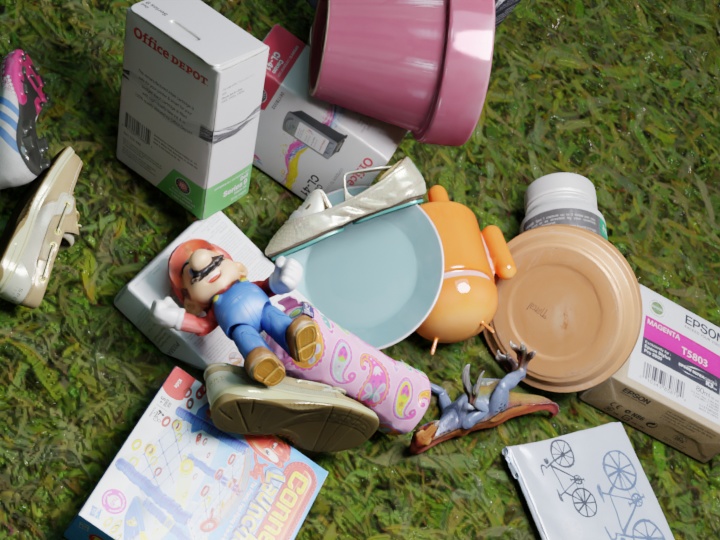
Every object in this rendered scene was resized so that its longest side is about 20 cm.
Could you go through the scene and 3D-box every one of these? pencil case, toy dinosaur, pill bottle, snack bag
[{"bbox_3d":[-0.015,0.104,1.433,0.199,0.087,0.088,34,47,-31],"label":"pencil case"},{"bbox_3d":[0.135,0.163,1.524,0.200,0.105,0.182,44,67,-12],"label":"toy dinosaur"},{"bbox_3d":[0.260,-0.016,1.689,0.112,0.113,0.202,15,55,-22],"label":"pill bottle"},{"bbox_3d":[0.274,0.281,1.569,0.198,0.021,0.190,-6,64,-34],"label":"snack bag"}]

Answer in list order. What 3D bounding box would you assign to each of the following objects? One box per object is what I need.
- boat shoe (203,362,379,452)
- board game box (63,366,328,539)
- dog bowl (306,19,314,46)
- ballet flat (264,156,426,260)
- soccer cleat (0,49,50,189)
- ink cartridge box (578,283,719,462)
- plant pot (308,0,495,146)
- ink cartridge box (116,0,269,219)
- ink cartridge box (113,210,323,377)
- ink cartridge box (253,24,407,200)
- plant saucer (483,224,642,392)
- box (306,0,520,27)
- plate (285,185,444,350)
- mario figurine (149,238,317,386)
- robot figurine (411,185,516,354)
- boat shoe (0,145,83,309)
[{"bbox_3d":[-0.069,0.137,1.367,0.199,0.073,0.063,11,39,-32],"label":"boat shoe"},{"bbox_3d":[-0.159,0.231,1.323,0.195,0.056,0.201,35,49,-6],"label":"board game box"},{"bbox_3d":[0.013,-0.257,1.734,0.198,0.059,0.202,16,53,-22],"label":"dog bowl"},{"bbox_3d":[-0.023,-0.074,1.505,0.198,0.067,0.063,-22,93,-6],"label":"ballet flat"},{"bbox_3d":[-0.387,-0.165,1.436,0.085,0.070,0.201,-21,45,6],"label":"soccer cleat"},{"bbox_3d":[0.387,0.126,1.700,0.198,0.075,0.166,27,52,-13],"label":"ink cartridge box"},{"bbox_3d":[0.039,-0.247,1.476,0.177,0.201,0.202,6,56,-9],"label":"plant pot"},{"bbox_3d":[-0.186,-0.182,1.452,0.145,0.201,0.084,36,45,23],"label":"ink cartridge box"},{"bbox_3d":[-0.146,0.049,1.458,0.200,0.057,0.163,47,49,-5],"label":"ink cartridge box"},{"bbox_3d":[-0.062,-0.171,1.577,0.199,0.148,0.086,35,50,-5],"label":"ink cartridge box"},{"bbox_3d":[0.234,0.047,1.582,0.201,0.200,0.032,52,24,9],"label":"plant saucer"},{"bbox_3d":[0.072,-0.348,1.647,0.200,0.197,0.124,47,35,4],"label":"box"},{"bbox_3d":[0.000,0.000,1.527,0.198,0.026,0.203,-4,72,11],"label":"plate"},{"bbox_3d":[-0.135,0.025,1.344,0.123,0.107,0.200,-8,35,-42],"label":"mario figurine"},{"bbox_3d":[0.096,0.000,1.580,0.142,0.117,0.202,3,56,-28],"label":"robot figurine"},{"bbox_3d":[-0.331,-0.043,1.395,0.066,0.074,0.201,36,50,-22],"label":"boat shoe"}]
